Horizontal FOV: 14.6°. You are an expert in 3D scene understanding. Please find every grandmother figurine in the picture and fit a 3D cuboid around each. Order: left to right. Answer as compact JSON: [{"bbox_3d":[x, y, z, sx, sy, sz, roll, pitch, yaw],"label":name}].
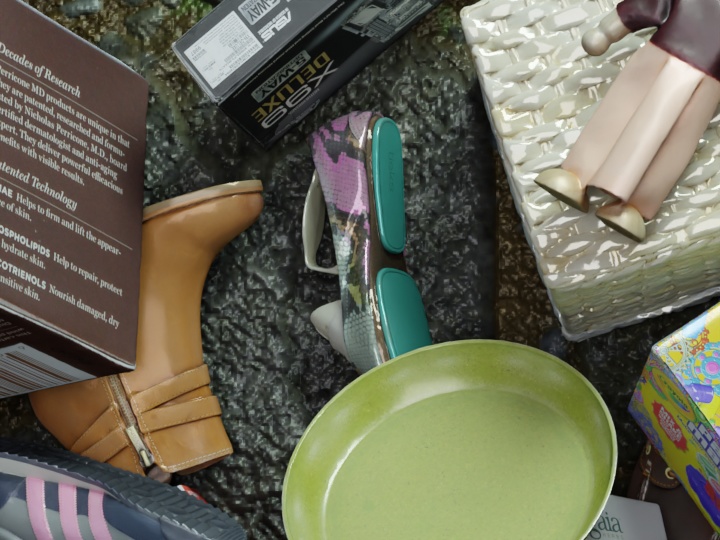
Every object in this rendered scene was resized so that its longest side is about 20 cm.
[{"bbox_3d":[0.184,-0.115,1.582,0.121,0.061,0.200,29,89,3],"label":"grandmother figurine"}]

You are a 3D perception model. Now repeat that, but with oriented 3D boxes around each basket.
[{"bbox_3d":[0.181,-0.086,1.688,0.200,0.161,0.199,-18,79,5],"label":"basket"}]

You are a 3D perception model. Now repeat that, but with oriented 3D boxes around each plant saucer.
[{"bbox_3d":[0.054,0.126,1.638,0.200,0.031,0.200,-10,46,11],"label":"plant saucer"}]

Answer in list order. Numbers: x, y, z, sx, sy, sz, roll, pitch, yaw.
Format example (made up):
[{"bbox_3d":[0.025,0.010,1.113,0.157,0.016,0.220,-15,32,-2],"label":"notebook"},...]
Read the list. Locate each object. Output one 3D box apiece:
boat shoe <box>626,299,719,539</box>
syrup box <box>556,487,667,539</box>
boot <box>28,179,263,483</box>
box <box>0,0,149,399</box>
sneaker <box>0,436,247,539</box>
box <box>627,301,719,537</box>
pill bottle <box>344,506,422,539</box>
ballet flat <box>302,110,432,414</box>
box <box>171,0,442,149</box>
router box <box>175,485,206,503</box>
[{"bbox_3d":[0.207,0.104,1.702,0.070,0.070,0.200,17,87,8],"label":"boat shoe"},{"bbox_3d":[0.142,0.234,1.641,0.081,0.079,0.200,-31,58,39],"label":"syrup box"},{"bbox_3d":[-0.116,0.046,1.764,0.200,0.074,0.155,-33,77,16],"label":"boot"},{"bbox_3d":[-0.243,-0.038,1.705,0.166,0.164,0.200,-14,65,31],"label":"box"},{"bbox_3d":[-0.161,0.162,1.715,0.200,0.070,0.082,16,97,27],"label":"sneaker"},{"bbox_3d":[0.290,0.090,1.590,0.192,0.122,0.200,-31,75,-12],"label":"box"},{"bbox_3d":[0.050,0.245,1.688,0.109,0.109,0.200,-23,79,6],"label":"pill bottle"},{"bbox_3d":[0.000,0.000,1.758,0.071,0.069,0.200,-15,75,25],"label":"ballet flat"},{"bbox_3d":[-0.012,-0.167,1.732,0.200,0.158,0.050,-40,78,1],"label":"box"},{"bbox_3d":[-0.131,0.265,1.745,0.200,0.049,0.180,-39,78,2],"label":"router box"}]
